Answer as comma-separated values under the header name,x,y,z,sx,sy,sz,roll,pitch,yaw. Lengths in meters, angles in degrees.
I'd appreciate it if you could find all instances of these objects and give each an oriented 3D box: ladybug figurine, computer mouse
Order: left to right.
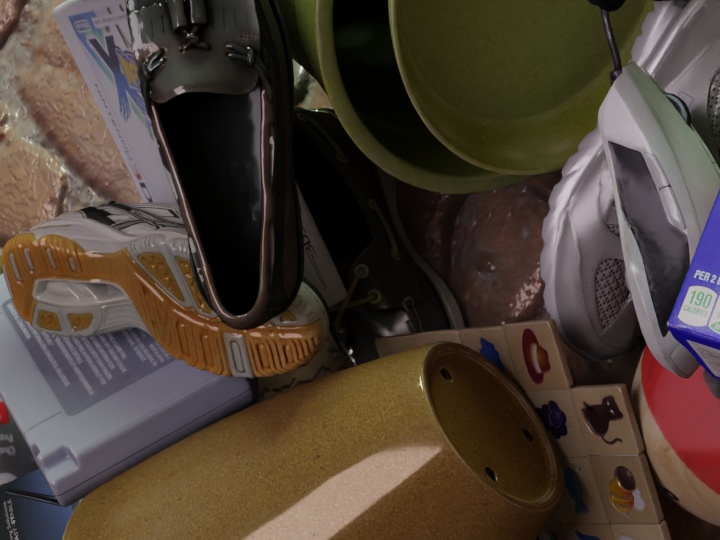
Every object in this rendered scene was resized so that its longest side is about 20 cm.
name,x,y,z,sx,sy,sz,roll,pitch,yaw
computer mouse,0.135,-0.054,0.963,0.044,0.110,0.200,-15,81,22
ladybug figurine,0.194,0.038,0.992,0.200,0.072,0.136,-46,59,29

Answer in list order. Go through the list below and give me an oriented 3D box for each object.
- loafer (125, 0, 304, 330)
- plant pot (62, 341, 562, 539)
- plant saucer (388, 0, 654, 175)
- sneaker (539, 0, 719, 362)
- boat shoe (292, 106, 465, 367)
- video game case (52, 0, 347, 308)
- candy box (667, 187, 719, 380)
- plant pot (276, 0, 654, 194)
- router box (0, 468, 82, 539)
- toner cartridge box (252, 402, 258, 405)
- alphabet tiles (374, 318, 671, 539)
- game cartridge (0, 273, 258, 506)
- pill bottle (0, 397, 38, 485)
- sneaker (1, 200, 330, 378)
name,x,y,z,sx,sy,sz,roll,pitch,yaw
loafer,-0.064,-0.070,1.011,0.072,0.063,0.200,-12,99,5
plant pot,-0.009,0.126,1.048,0.200,0.186,0.186,-40,62,28
plant saucer,0.087,-0.143,1.018,0.031,0.200,0.200,30,107,48
sneaker,0.148,-0.045,1.035,0.082,0.075,0.200,32,107,39
boat shoe,-0.002,0.002,1.175,0.072,0.060,0.202,-37,64,34
video game case,-0.090,-0.066,1.178,0.200,0.022,0.182,5,122,66
candy box,0.242,-0.034,0.891,0.169,0.077,0.200,17,77,28
plant pot,0.015,-0.160,1.108,0.190,0.200,0.200,30,107,51
router box,-0.116,0.189,1.205,0.150,0.062,0.200,-27,71,38
toner cartridge box,-0.092,0.114,1.260,0.095,0.043,0.200,-45,60,29
alphabet tiles,0.073,0.107,1.084,0.200,0.006,0.167,-8,102,53
game cartridge,-0.134,0.040,1.196,0.133,0.040,0.200,-32,34,-7
pill bottle,-0.214,0.169,1.316,0.114,0.114,0.200,-26,70,37
sneaker,-0.088,-0.004,1.134,0.200,0.088,0.076,13,122,33
